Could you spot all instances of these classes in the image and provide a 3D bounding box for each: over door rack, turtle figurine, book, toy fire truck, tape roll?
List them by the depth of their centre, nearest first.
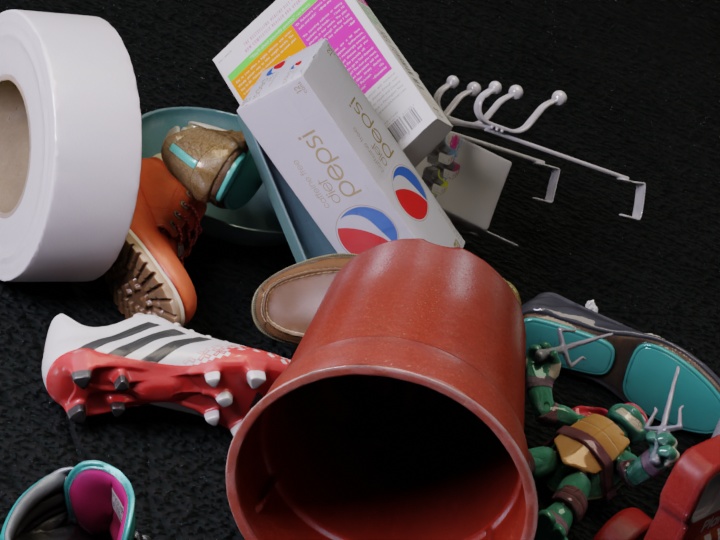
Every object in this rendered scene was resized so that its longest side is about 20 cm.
[{"bbox_3d":[0.256,0.173,1.302,0.199,0.169,0.112,-14,44,-46],"label":"toy fire truck"},{"bbox_3d":[0.169,0.130,1.393,0.149,0.102,0.199,22,41,34],"label":"turtle figurine"},{"bbox_3d":[-0.236,-0.092,1.398,0.070,0.204,0.203,-1,35,-32],"label":"tape roll"},{"bbox_3d":[-0.024,-0.143,1.522,0.048,0.134,0.201,23,29,-52],"label":"book"},{"bbox_3d":[0.145,-0.120,1.645,0.199,0.067,0.147,29,-6,-30],"label":"over door rack"}]

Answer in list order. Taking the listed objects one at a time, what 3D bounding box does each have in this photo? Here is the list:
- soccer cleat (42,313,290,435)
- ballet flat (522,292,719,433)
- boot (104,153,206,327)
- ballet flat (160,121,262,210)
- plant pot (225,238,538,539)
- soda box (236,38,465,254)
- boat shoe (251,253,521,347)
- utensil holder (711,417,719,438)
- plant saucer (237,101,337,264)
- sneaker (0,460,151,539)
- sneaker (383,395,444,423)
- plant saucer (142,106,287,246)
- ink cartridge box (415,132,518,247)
[{"bbox_3d":[-0.128,0.068,1.324,0.198,0.069,0.086,4,37,-20],"label":"soccer cleat"},{"bbox_3d":[0.222,0.070,1.559,0.198,0.074,0.073,23,29,8],"label":"ballet flat"},{"bbox_3d":[-0.156,-0.028,1.449,0.106,0.076,0.200,-13,42,-26],"label":"boot"},{"bbox_3d":[-0.120,-0.087,1.468,0.072,0.068,0.200,31,6,3],"label":"ballet flat"},{"bbox_3d":[0.029,0.091,1.243,0.199,0.202,0.196,20,34,-1],"label":"plant pot"},{"bbox_3d":[-0.005,-0.070,1.417,0.201,0.068,0.064,54,33,-19],"label":"soda box"},{"bbox_3d":[0.019,0.021,1.365,0.198,0.073,0.068,-3,-2,-5],"label":"boat shoe"},{"bbox_3d":[0.369,0.112,1.446,0.168,0.201,0.171,16,30,-9],"label":"utensil holder"},{"bbox_3d":[-0.037,-0.040,1.440,0.070,0.019,0.202,-24,92,-50],"label":"plant saucer"},{"bbox_3d":[-0.144,0.166,1.103,0.199,0.122,0.083,-13,43,-45],"label":"sneaker"},{"bbox_3d":[0.068,0.074,1.446,0.108,0.071,0.199,30,37,26],"label":"sneaker"},{"bbox_3d":[-0.112,-0.075,1.618,0.198,0.036,0.201,16,30,-10],"label":"plant saucer"},{"bbox_3d":[0.047,-0.090,1.623,0.199,0.068,0.115,24,-4,-32],"label":"ink cartridge box"}]
